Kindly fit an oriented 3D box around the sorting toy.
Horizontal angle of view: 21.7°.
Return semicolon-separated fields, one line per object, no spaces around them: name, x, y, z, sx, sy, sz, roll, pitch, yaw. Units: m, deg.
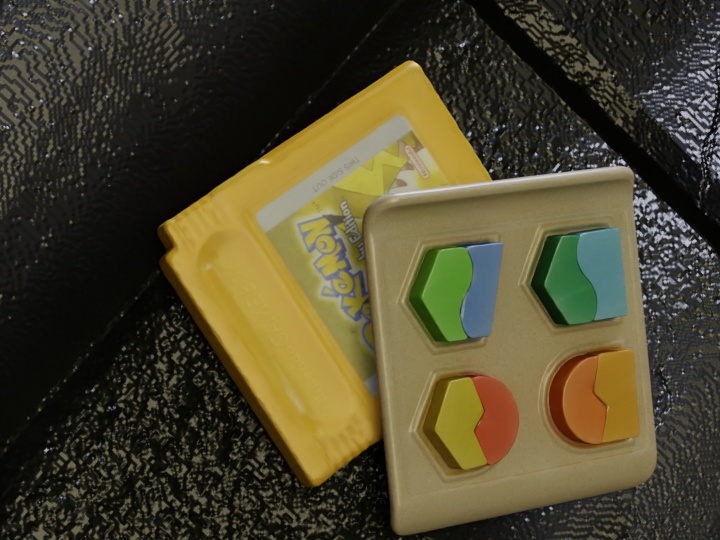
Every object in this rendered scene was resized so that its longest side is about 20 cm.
sorting toy;0.095;0.046;1.107;0.184;0.036;0.202;-8;98;-26

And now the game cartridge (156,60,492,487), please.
game cartridge;0.000;0.000;1.112;0.199;0.032;0.177;-36;95;-21
